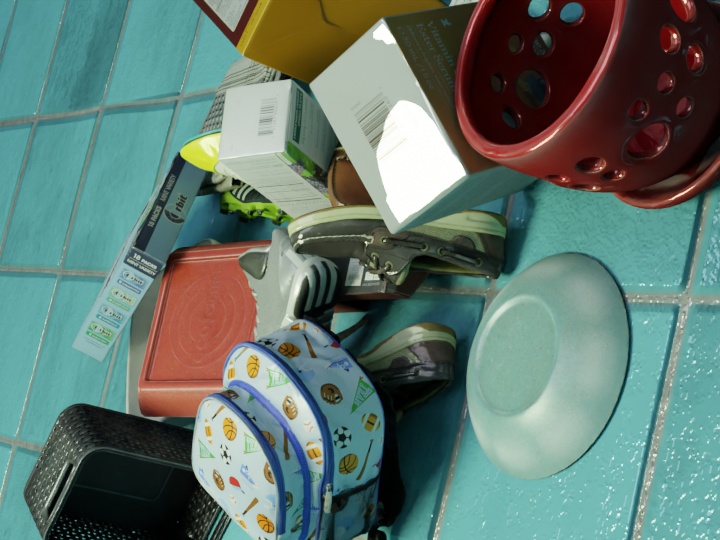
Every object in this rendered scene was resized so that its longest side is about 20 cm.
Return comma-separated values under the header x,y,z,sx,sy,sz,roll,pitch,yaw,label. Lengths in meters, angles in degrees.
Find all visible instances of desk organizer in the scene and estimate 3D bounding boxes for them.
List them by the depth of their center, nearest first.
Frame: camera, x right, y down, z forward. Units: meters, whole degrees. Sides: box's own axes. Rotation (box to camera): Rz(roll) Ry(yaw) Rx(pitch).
x,y,z,sx,sy,sz,roll,pitch,yaw,label
0.000,0.000,1.580,0.200,0.077,0.072,-4,72,55,desk organizer

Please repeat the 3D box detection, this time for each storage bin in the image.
x,y,z,sx,sy,sz,roll,pitch,yaw,label
-0.245,0.239,1.711,0.136,0.199,0.094,-62,34,14,storage bin

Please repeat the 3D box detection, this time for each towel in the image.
x,y,z,sx,sy,sz,roll,pitch,yaw,label
-0.150,-0.179,1.878,0.200,0.034,0.193,-3,60,63,towel

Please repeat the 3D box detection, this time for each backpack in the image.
x,y,z,sx,sy,sz,roll,pitch,yaw,label
-0.063,0.148,1.450,0.200,0.154,0.191,35,128,32,backpack

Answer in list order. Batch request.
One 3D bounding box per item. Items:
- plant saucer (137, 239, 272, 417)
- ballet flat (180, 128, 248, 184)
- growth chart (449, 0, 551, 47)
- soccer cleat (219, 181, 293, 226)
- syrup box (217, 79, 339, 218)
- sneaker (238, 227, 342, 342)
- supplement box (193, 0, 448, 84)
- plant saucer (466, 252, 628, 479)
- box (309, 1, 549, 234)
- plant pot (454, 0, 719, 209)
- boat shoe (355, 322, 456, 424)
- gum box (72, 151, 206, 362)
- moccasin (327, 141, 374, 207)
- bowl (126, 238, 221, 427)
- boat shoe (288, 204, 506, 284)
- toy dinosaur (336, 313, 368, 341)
x,y,z,sx,sy,sz,roll,pitch,yaw,label
-0.157,0.056,1.699,0.199,0.037,0.201,-4,67,39,plant saucer
-0.101,-0.130,1.735,0.199,0.067,0.067,-12,70,9,ballet flat
0.116,-0.204,1.564,0.145,0.018,0.200,-61,34,17,growth chart
-0.101,-0.094,1.788,0.200,0.067,0.081,10,80,59,soccer cleat
-0.059,-0.112,1.603,0.081,0.200,0.079,-5,68,27,syrup box
-0.083,0.040,1.573,0.116,0.075,0.201,47,134,32,sneaker
-0.049,-0.289,1.682,0.133,0.197,0.200,-61,35,16,supplement box
0.146,0.077,1.363,0.201,0.039,0.202,-30,52,47,plant saucer
0.083,-0.139,1.371,0.106,0.200,0.153,-37,79,41,box
0.201,-0.155,1.261,0.200,0.182,0.201,-29,52,45,plant pot
0.015,0.118,1.504,0.200,0.073,0.065,-41,40,40,boat shoe
-0.256,-0.015,1.837,0.200,0.044,0.170,-53,13,42,gum box
0.020,-0.136,1.561,0.078,0.073,0.202,103,-168,-60,moccasin
-0.191,0.084,1.824,0.199,0.074,0.201,-33,50,44,bowl
0.034,-0.021,1.435,0.073,0.199,0.065,93,176,-76,boat shoe
-0.061,0.124,1.643,0.200,0.047,0.088,-37,39,37,toy dinosaur
